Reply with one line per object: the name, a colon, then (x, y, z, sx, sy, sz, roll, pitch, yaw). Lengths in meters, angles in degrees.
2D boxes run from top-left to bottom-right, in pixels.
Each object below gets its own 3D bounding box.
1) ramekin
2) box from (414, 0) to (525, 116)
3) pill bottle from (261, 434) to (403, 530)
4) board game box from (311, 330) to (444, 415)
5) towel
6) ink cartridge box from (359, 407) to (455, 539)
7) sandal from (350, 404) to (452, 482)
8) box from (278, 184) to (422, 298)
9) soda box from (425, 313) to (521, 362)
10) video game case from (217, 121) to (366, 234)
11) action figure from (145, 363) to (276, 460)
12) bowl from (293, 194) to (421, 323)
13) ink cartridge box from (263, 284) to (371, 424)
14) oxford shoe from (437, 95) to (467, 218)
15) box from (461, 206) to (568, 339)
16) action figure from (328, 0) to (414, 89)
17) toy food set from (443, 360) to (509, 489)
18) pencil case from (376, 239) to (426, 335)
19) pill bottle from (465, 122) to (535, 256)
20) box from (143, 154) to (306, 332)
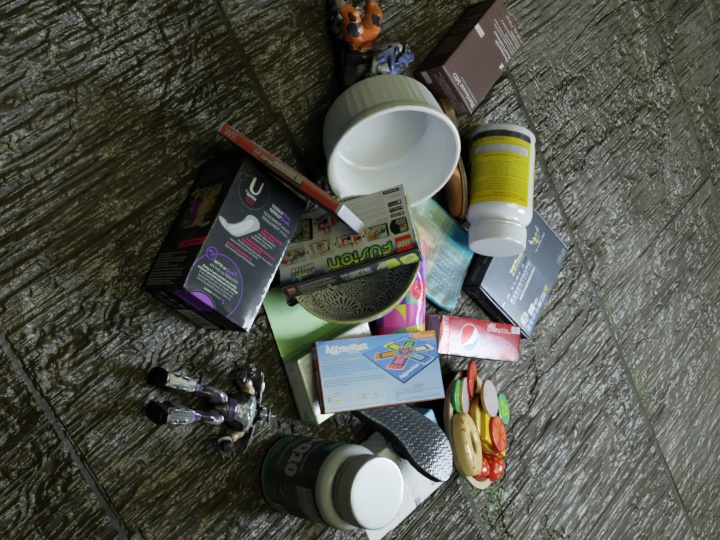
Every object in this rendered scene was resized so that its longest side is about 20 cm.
ramekin: (0.038, -0.188, 1.413, 0.199, 0.200, 0.098, 24, 34, -37)
box: (0.186, -0.359, 1.622, 0.100, 0.075, 0.201, 52, 60, -27)
pill bottle: (-0.039, 0.291, 1.324, 0.112, 0.199, 0.115, 2, 87, -40)
board game box: (0.027, 0.147, 1.408, 0.198, 0.019, 0.104, -3, 80, -27)
towel: (0.109, -0.040, 1.579, 0.200, 0.022, 0.148, 39, 64, -32)
ink cartridge box: (0.045, 0.312, 1.481, 0.199, 0.067, 0.117, -33, 108, -36)
sandal: (0.060, 0.237, 1.438, 0.200, 0.043, 0.076, 43, 52, -7)
box: (-0.021, -0.041, 1.346, 0.035, 0.198, 0.111, 61, 16, -60)
soda box: (0.176, 0.112, 1.597, 0.199, 0.070, 0.064, 11, 83, -40)
video game case: (-0.088, -0.120, 1.280, 0.018, 0.199, 0.143, -55, 166, 0)
action figure: (-0.190, 0.184, 1.289, 0.199, 0.069, 0.132, 18, 72, -42)
bowl: (0.000, 0.000, 1.394, 0.094, 0.199, 0.202, 60, 48, -61)
ink cartridge box: (-0.053, 0.102, 1.421, 0.145, 0.048, 0.202, -27, 108, -38)
oxford shoe: (0.131, -0.179, 1.585, 0.071, 0.071, 0.202, -16, 101, -6)
box: (0.276, -0.005, 1.699, 0.158, 0.051, 0.201, 44, 63, -29)
action figure: (0.009, -0.343, 1.481, 0.200, 0.103, 0.196, -32, 118, -65)
toy food set: (0.191, 0.254, 1.579, 0.200, 0.048, 0.200, 43, 42, -46)
pencil case: (0.064, 0.042, 1.487, 0.088, 0.088, 0.202, -11, 102, -40)
pill bottle: (0.233, -0.133, 1.612, 0.114, 0.114, 0.202, 19, 68, -38)
box: (-0.178, -0.034, 1.279, 0.122, 0.105, 0.202, 38, 65, -34)
